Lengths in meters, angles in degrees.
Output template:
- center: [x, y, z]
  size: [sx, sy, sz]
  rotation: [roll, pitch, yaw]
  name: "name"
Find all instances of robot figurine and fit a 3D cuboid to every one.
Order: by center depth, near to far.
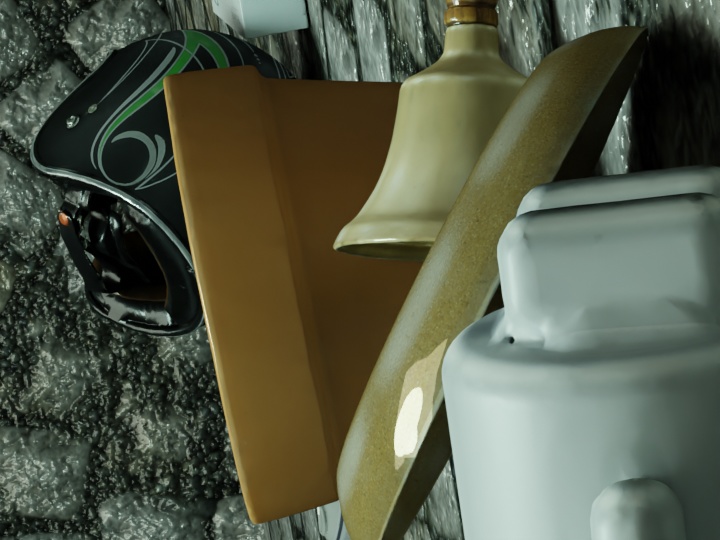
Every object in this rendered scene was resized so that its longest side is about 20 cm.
- center: [0.086, 0.075, 0.725]
  size: [0.170, 0.112, 0.201]
  rotation: [-45, -52, -70]
  name: "robot figurine"

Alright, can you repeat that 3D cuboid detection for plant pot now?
- center: [0.040, 0.005, 0.849]
  size: [0.201, 0.027, 0.200]
  rotation: [-62, -7, -13]
  name: "plant pot"
- center: [0.000, 0.000, 1.123]
  size: [0.200, 0.139, 0.202]
  rotation: [169, 90, -89]
  name: "plant pot"

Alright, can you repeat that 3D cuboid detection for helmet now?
- center: [-0.114, -0.069, 1.737]
  size: [0.199, 0.191, 0.201]
  rotation: [27, 145, 20]
  name: "helmet"

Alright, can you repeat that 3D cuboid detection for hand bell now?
- center: [0.045, -0.106, 1.001]
  size: [0.104, 0.103, 0.202]
  rotation: [149, 124, -82]
  name: "hand bell"

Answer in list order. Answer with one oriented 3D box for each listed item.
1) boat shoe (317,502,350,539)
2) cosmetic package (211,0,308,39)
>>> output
- center: [-0.037, 0.123, 1.888]
  size: [0.072, 0.065, 0.201]
  rotation: [-111, 13, -54]
  name: "boat shoe"
- center: [-0.084, -0.251, 1.815]
  size: [0.200, 0.051, 0.152]
  rotation: [-132, 30, -76]
  name: "cosmetic package"
